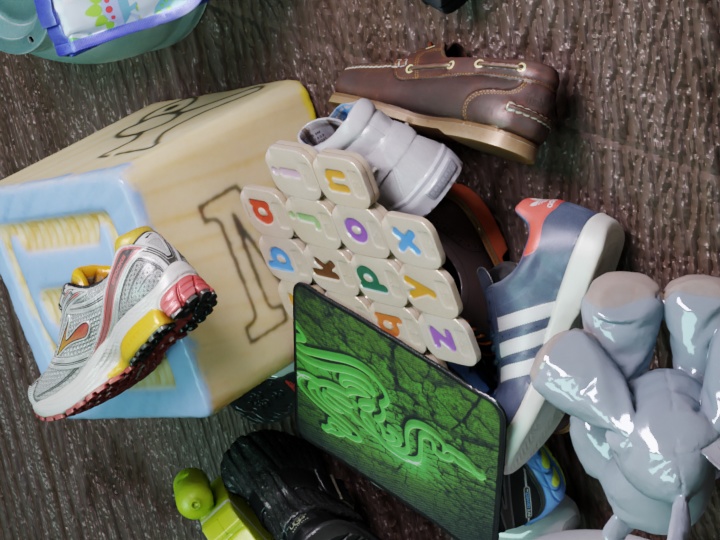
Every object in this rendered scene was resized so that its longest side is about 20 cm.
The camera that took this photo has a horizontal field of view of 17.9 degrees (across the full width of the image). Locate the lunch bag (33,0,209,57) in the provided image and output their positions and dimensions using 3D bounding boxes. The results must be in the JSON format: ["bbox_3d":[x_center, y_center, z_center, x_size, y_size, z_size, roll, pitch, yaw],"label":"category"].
[{"bbox_3d":[-0.159,-0.261,1.604,0.127,0.200,0.170,0,113,55],"label":"lunch bag"}]

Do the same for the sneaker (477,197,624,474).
[{"bbox_3d":[0.113,0.042,1.595,0.084,0.075,0.200,25,105,21],"label":"sneaker"}]

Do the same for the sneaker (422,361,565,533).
[{"bbox_3d":[0.064,0.107,1.664,0.083,0.071,0.200,-39,87,7],"label":"sneaker"}]

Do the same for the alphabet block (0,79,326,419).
[{"bbox_3d":[-0.138,-0.015,1.744,0.195,0.200,0.197,-3,112,46],"label":"alphabet block"}]

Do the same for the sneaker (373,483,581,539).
[{"bbox_3d":[0.079,0.148,1.730,0.200,0.070,0.080,23,126,34],"label":"sneaker"}]

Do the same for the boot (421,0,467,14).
[{"bbox_3d":[0.012,-0.284,1.523,0.168,0.076,0.200,32,139,22],"label":"boot"}]

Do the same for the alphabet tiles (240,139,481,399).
[{"bbox_3d":[0.000,0.000,1.590,0.195,0.015,0.200,11,132,46],"label":"alphabet tiles"}]

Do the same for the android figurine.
[{"bbox_3d":[-0.083,0.236,1.869,0.182,0.041,0.200,49,-178,-13],"label":"android figurine"}]

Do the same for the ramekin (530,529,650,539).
[{"bbox_3d":[0.174,0.270,1.620,0.200,0.200,0.098,27,123,31],"label":"ramekin"}]

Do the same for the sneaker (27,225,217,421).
[{"bbox_3d":[-0.177,0.038,1.615,0.200,0.078,0.082,-43,78,39],"label":"sneaker"}]

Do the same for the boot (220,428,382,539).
[{"bbox_3d":[-0.016,0.223,1.854,0.158,0.079,0.211,44,174,49],"label":"boot"}]

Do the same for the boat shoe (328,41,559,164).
[{"bbox_3d":[0.060,-0.123,1.590,0.200,0.070,0.070,16,87,44],"label":"boat shoe"}]

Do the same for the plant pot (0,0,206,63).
[{"bbox_3d":[-0.232,-0.242,1.745,0.200,0.134,0.201,23,128,34],"label":"plant pot"}]

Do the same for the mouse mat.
[{"bbox_3d":[0.025,0.108,1.642,0.200,0.008,0.161,32,140,31],"label":"mouse mat"}]

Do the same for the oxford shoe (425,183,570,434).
[{"bbox_3d":[0.088,0.039,1.651,0.071,0.073,0.200,-31,91,48],"label":"oxford shoe"}]

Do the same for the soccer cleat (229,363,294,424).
[{"bbox_3d":[-0.025,0.070,1.783,0.200,0.073,0.068,-14,124,46],"label":"soccer cleat"}]

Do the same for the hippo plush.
[{"bbox_3d":[0.217,0.105,1.545,0.200,0.159,0.161,55,172,26],"label":"hippo plush"}]

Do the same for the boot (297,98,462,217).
[{"bbox_3d":[-0.003,-0.075,1.626,0.096,0.074,0.200,37,160,-10],"label":"boot"}]
